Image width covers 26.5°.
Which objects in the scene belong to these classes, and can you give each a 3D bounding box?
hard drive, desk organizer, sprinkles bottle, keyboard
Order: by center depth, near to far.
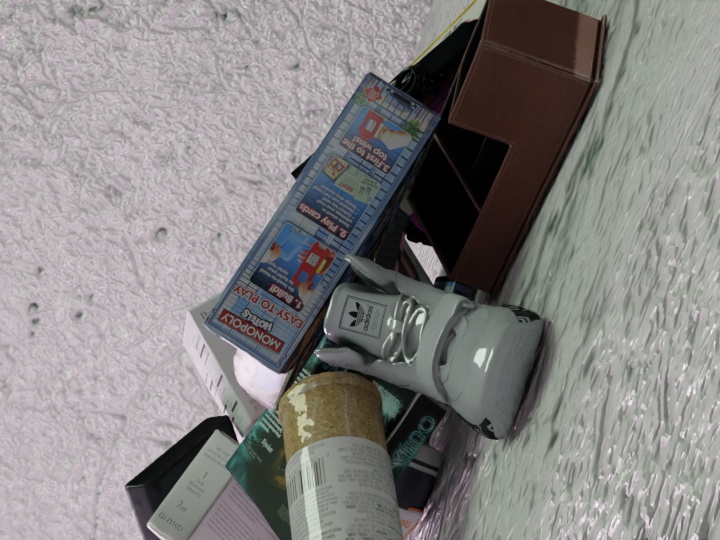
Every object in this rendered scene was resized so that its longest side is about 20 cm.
[{"bbox_3d":[-0.007,0.157,0.891,0.069,0.067,0.202,112,157,-46],"label":"sprinkles bottle"},{"bbox_3d":[0.088,-0.082,1.003,0.072,0.076,0.201,-75,4,-46],"label":"desk organizer"},{"bbox_3d":[0.028,-0.109,1.097,0.200,0.040,0.104,-39,-5,36],"label":"keyboard"},{"bbox_3d":[-0.127,0.246,1.329,0.139,0.033,0.202,-38,-66,-57],"label":"hard drive"}]

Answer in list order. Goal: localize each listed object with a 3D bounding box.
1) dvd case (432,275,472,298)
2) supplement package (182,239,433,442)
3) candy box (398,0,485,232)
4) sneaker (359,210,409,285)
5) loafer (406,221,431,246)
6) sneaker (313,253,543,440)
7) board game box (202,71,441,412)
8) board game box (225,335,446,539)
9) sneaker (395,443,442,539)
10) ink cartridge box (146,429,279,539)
[{"bbox_3d":[0.046,0.102,1.224,0.143,0.017,0.202,170,117,-87],"label":"dvd case"},{"bbox_3d":[-0.046,0.048,1.362,0.199,0.112,0.156,-31,-7,-14],"label":"supplement package"},{"bbox_3d":[0.079,-0.132,1.164,0.136,0.061,0.201,-43,15,23],"label":"candy box"},{"bbox_3d":[0.000,0.000,1.234,0.082,0.069,0.202,-63,-8,-81],"label":"sneaker"},{"bbox_3d":[0.069,-0.065,1.293,0.201,0.067,0.071,109,172,-84],"label":"loafer"},{"bbox_3d":[0.035,0.042,0.887,0.200,0.114,0.076,-178,106,-86],"label":"sneaker"},{"bbox_3d":[-0.039,0.003,1.028,0.201,0.061,0.201,-56,-5,-33],"label":"board game box"},{"bbox_3d":[-0.022,0.117,1.052,0.136,0.028,0.200,-54,22,-1],"label":"board game box"},{"bbox_3d":[-0.006,0.151,1.115,0.200,0.078,0.080,175,116,-74],"label":"sneaker"},{"bbox_3d":[-0.069,0.184,1.250,0.177,0.044,0.200,-52,-32,-15],"label":"ink cartridge box"}]
